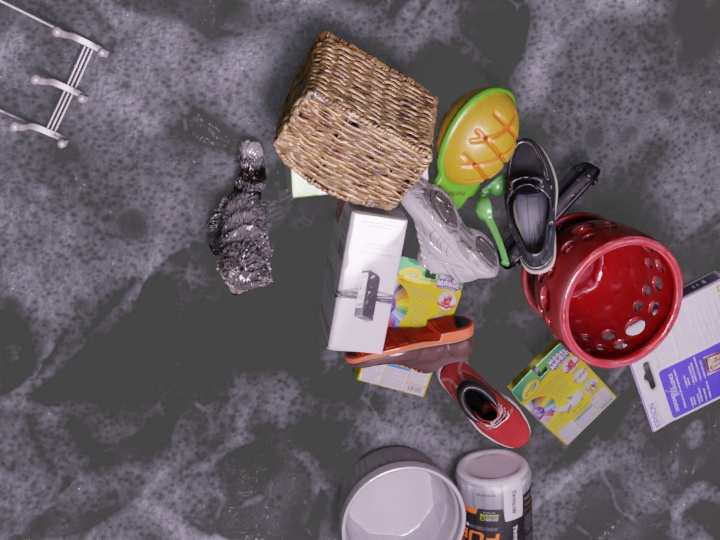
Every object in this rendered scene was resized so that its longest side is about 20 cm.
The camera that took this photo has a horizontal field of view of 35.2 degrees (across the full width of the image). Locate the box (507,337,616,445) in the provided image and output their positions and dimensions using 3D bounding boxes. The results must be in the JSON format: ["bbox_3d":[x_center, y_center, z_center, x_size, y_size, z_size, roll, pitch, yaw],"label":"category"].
[{"bbox_3d":[0.308,0.184,1.761,0.117,0.048,0.200,-44,136,3],"label":"box"}]

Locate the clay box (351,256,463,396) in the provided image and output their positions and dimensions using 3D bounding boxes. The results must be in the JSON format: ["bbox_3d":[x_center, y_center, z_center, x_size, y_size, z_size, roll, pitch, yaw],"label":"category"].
[{"bbox_3d":[0.073,0.080,1.713,0.113,0.048,0.202,16,102,-17],"label":"clay box"}]

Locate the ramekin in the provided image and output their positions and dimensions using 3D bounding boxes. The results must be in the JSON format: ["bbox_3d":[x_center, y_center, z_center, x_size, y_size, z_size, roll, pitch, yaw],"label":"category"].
[{"bbox_3d":[0.057,0.373,1.773,0.197,0.105,0.203,-4,108,-11],"label":"ramekin"}]

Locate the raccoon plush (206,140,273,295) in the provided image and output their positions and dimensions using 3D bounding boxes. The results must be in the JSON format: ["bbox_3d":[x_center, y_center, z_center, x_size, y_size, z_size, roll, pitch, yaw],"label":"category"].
[{"bbox_3d":[-0.166,-0.068,1.565,0.095,0.134,0.203,-7,109,-9],"label":"raccoon plush"}]

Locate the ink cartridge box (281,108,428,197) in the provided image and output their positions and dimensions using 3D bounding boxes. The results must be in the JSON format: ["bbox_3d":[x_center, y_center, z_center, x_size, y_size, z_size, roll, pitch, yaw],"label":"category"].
[{"bbox_3d":[-0.007,-0.175,1.602,0.197,0.067,0.119,-6,107,-10],"label":"ink cartridge box"}]

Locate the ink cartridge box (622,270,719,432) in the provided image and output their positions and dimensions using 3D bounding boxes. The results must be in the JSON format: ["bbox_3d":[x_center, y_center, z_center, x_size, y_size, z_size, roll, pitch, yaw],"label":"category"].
[{"bbox_3d":[0.522,0.132,1.830,0.198,0.043,0.200,-25,111,-6],"label":"ink cartridge box"}]

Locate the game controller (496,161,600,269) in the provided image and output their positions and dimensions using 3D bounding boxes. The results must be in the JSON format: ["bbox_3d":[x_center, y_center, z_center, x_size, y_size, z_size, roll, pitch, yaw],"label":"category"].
[{"bbox_3d":[0.275,-0.081,1.676,0.042,0.104,0.200,44,95,3],"label":"game controller"}]

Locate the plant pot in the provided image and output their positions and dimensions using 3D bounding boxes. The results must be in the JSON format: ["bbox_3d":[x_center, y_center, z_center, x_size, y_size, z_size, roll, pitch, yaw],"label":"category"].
[{"bbox_3d":[0.346,0.016,1.674,0.198,0.183,0.203,-7,114,-15],"label":"plant pot"}]

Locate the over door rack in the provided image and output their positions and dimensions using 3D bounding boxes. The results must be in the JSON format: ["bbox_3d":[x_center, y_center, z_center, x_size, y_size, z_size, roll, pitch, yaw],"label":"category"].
[{"bbox_3d":[-0.448,-0.265,1.477,0.198,0.067,0.149,25,100,-19],"label":"over door rack"}]

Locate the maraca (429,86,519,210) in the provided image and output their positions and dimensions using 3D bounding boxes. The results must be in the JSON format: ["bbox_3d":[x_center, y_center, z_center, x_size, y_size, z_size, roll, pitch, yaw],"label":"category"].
[{"bbox_3d":[0.159,-0.172,1.621,0.136,0.107,0.202,-5,128,-41],"label":"maraca"}]

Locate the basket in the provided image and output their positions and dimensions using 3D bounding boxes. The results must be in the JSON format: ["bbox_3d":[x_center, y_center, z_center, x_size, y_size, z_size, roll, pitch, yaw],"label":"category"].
[{"bbox_3d":[-0.009,-0.193,1.528,0.198,0.150,0.143,25,131,-16],"label":"basket"}]

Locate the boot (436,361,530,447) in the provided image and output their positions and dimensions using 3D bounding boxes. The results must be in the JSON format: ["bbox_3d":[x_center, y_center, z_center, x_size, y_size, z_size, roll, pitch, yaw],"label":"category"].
[{"bbox_3d":[0.205,0.226,1.738,0.072,0.144,0.200,-45,112,3],"label":"boot"}]

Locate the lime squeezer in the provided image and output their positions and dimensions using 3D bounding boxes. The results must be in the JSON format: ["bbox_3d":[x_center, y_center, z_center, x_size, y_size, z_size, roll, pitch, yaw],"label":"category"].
[{"bbox_3d":[0.208,-0.107,1.655,0.070,0.038,0.202,10,65,22],"label":"lime squeezer"}]

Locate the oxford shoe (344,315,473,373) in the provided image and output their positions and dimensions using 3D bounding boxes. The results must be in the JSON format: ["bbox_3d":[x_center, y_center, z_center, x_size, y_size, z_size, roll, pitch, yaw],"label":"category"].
[{"bbox_3d":[0.075,0.125,1.665,0.197,0.071,0.074,-10,114,-9],"label":"oxford shoe"}]

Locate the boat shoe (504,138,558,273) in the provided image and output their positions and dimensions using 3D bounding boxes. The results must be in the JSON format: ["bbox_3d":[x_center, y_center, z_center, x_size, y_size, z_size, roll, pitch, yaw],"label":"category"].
[{"bbox_3d":[0.239,-0.100,1.603,0.073,0.066,0.202,-3,75,17],"label":"boat shoe"}]

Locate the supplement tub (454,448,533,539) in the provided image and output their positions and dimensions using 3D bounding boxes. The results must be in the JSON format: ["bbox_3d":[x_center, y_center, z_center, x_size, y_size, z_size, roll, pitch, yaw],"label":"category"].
[{"bbox_3d":[0.214,0.398,1.806,0.121,0.123,0.203,-9,109,-9],"label":"supplement tub"}]

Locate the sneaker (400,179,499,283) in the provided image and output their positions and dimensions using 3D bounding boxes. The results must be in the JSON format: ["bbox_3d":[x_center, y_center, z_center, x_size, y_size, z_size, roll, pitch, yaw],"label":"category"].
[{"bbox_3d":[0.107,-0.043,1.616,0.099,0.078,0.200,-28,120,31],"label":"sneaker"}]

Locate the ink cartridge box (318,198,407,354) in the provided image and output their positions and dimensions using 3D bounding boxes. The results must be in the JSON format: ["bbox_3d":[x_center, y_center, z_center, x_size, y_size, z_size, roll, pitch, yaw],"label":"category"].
[{"bbox_3d":[0.000,0.000,1.617,0.083,0.144,0.203,8,106,-11],"label":"ink cartridge box"}]
